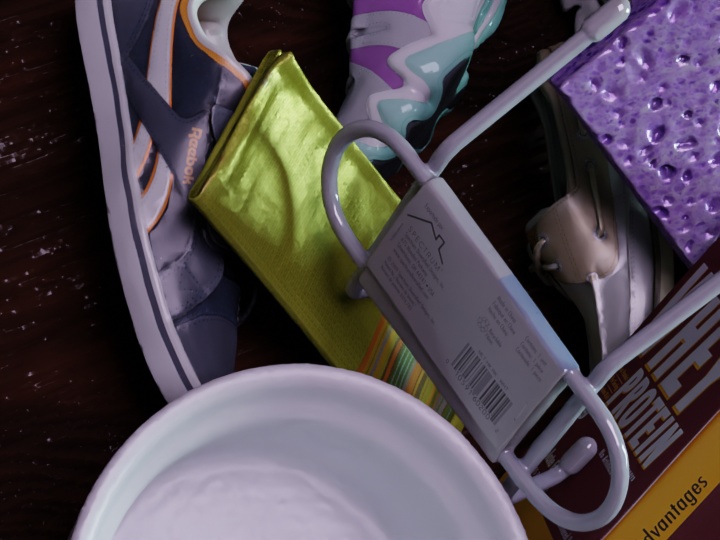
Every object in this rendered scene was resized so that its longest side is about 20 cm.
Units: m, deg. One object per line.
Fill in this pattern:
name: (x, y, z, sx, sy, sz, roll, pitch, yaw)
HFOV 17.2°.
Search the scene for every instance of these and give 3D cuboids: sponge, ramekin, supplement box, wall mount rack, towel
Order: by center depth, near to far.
wall mount rack: (0.076, -0.003, 0.967, 0.074, 0.174, 0.200, -18, 64, -42)
ramekin: (-0.034, 0.146, 0.970, 0.199, 0.098, 0.202, 5, 74, -18)
supplement box: (0.203, 0.105, 1.038, 0.200, 0.133, 0.197, 39, 99, -15)
towel: (0.000, 0.000, 1.045, 0.200, 0.018, 0.086, 51, 52, -37)
sponge: (0.184, -0.047, 1.084, 0.111, 0.030, 0.200, -38, 110, 3)

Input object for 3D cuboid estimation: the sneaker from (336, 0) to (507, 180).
sneaker: (0.001, -0.144, 1.127, 0.139, 0.078, 0.201, 31, 72, 7)

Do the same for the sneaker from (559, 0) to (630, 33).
sneaker: (0.104, -0.201, 1.189, 0.075, 0.081, 0.200, -41, 92, -30)

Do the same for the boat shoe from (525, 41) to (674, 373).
boat shoe: (0.112, -0.013, 1.137, 0.068, 0.075, 0.201, 3, 72, -4)

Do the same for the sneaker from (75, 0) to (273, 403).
sneaker: (-0.068, -0.041, 1.029, 0.079, 0.078, 0.201, -14, 76, 8)
